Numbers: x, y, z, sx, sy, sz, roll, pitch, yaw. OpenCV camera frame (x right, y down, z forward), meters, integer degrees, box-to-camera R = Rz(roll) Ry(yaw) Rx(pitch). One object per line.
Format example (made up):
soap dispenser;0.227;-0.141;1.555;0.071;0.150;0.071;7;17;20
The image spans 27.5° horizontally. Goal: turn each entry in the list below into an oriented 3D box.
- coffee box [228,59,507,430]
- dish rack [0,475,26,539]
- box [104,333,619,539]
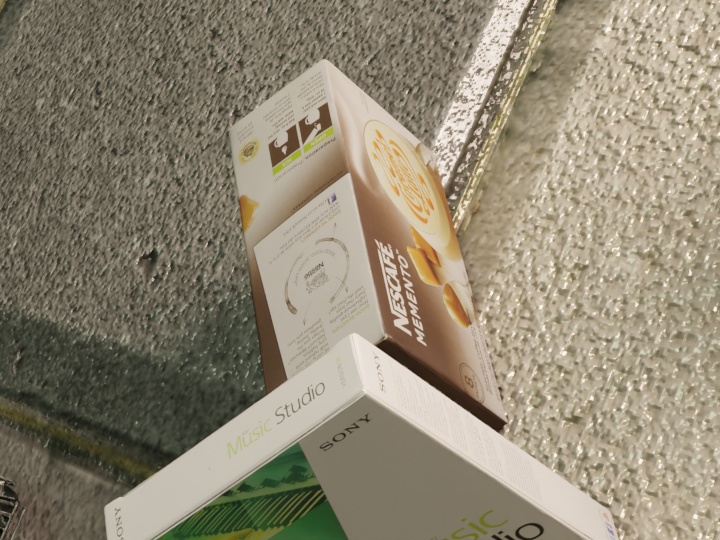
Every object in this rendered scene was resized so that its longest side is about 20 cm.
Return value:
coffee box;0.000;0.000;0.805;0.080;0.114;0.201;-33;45;23
dish rack;-0.286;0.229;0.976;0.153;0.054;0.201;3;65;43
box;0.007;0.119;0.655;0.144;0.200;0.036;-36;41;21
